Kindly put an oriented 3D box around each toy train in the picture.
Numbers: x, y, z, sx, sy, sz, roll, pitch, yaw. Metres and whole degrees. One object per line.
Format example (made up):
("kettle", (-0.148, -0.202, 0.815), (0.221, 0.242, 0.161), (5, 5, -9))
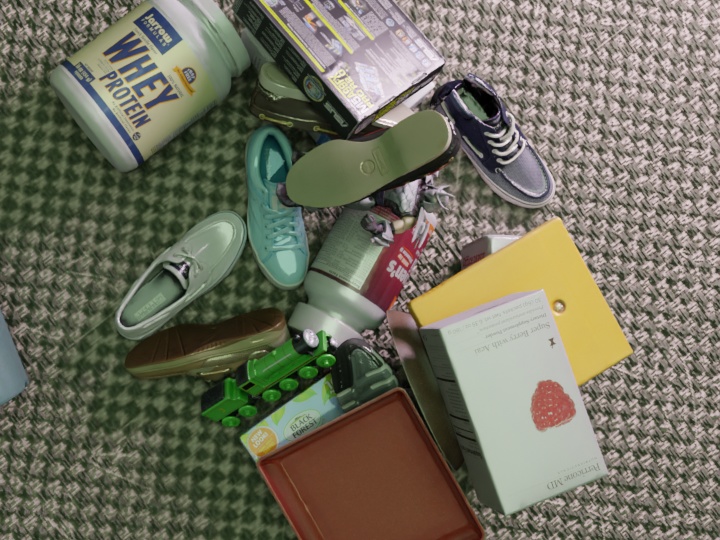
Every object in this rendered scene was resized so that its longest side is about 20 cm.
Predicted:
("toy train", (-0.108, 0.122, 1.397), (0.056, 0.200, 0.042), (31, 38, -36))

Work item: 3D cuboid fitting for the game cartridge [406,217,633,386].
("game cartridge", (0.177, 0.065, 1.348), (0.199, 0.032, 0.177), (-29, 90, -7))

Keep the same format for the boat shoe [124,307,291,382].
("boat shoe", (-0.178, 0.102, 1.428), (0.198, 0.071, 0.065), (-12, 122, 7))

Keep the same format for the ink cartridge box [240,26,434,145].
("ink cartridge box", (-0.030, -0.250, 1.474), (0.145, 0.084, 0.200), (-40, 92, -8))

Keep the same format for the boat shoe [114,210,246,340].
("boat shoe", (-0.210, 0.006, 1.434), (0.073, 0.065, 0.200), (41, 81, 1))

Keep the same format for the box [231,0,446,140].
("box", (-0.022, -0.265, 1.371), (0.200, 0.044, 0.160), (49, 56, 4))

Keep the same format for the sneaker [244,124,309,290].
("sneaker", (-0.103, -0.076, 1.450), (0.073, 0.082, 0.202), (-13, 87, -9))

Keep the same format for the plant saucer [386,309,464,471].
("plant saucer", (0.084, 0.132, 1.402), (0.032, 0.200, 0.201), (-25, 90, 6))

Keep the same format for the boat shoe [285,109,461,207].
("boat shoe", (0.015, -0.115, 1.321), (0.200, 0.063, 0.074), (-20, 78, 19))

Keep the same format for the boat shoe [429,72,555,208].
("boat shoe", (0.170, -0.158, 1.493), (0.200, 0.093, 0.075), (42, 81, -3))

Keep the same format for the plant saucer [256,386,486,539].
("plant saucer", (0.013, 0.255, 1.380), (0.199, 0.037, 0.201), (-29, 95, 14))

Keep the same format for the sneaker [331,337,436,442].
("sneaker", (0.033, 0.151, 1.438), (0.075, 0.116, 0.201), (-23, 106, 19))

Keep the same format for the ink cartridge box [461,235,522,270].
("ink cartridge box", (0.174, 0.066, 1.442), (0.083, 0.145, 0.202), (1, 85, -8))

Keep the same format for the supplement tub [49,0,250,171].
("supplement tub", (-0.242, -0.227, 1.409), (0.200, 0.145, 0.145), (-40, 92, -9))

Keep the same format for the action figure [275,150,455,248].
("action figure", (0.011, -0.090, 1.377), (0.198, 0.069, 0.131), (7, 65, 18))

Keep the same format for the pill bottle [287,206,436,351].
("pill bottle", (0.000, 0.000, 1.446), (0.109, 0.110, 0.201), (30, 82, -5))

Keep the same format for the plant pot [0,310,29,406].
("plant pot", (-0.474, 0.074, 1.335), (0.199, 0.200, 0.197), (-26, 97, -10))

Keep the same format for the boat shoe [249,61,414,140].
("boat shoe", (-0.029, -0.181, 1.397), (0.199, 0.072, 0.060), (14, 126, -19))

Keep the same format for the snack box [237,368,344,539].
("snack box", (-0.034, 0.240, 1.449), (0.142, 0.053, 0.201), (-34, 92, -11))

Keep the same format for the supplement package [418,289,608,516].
("supplement package", (0.157, 0.134, 1.264), (0.120, 0.120, 0.201), (-20, 90, -8))
